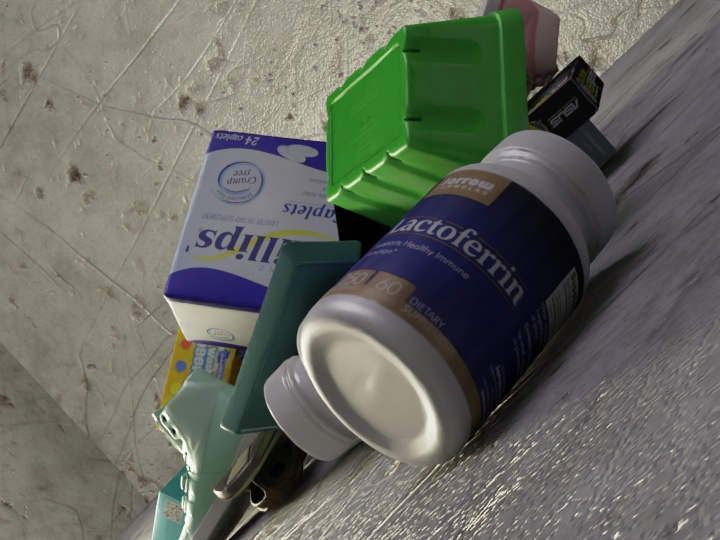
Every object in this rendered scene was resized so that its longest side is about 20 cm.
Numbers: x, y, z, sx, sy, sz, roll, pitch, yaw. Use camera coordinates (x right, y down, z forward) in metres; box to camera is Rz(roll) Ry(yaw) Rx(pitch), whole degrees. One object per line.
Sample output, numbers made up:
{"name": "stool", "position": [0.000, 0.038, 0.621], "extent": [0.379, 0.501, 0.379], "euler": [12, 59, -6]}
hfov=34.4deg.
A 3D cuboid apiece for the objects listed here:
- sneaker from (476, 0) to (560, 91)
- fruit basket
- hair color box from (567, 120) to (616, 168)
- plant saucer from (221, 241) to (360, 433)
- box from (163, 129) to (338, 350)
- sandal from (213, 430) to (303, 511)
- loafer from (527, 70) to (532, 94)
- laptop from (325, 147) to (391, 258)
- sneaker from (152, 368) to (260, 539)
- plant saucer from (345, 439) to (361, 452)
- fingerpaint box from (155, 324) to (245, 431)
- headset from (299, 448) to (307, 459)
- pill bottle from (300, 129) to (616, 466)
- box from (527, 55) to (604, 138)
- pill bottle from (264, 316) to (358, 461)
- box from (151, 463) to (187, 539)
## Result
{"name": "sneaker", "position": [0.152, -0.193, 1.237], "extent": [0.075, 0.103, 0.203], "euler": [-101, 29, -76]}
{"name": "fruit basket", "position": [0.090, -0.098, 0.925], "extent": [0.212, 0.158, 0.216], "euler": [-1, -13, 0]}
{"name": "hair color box", "position": [0.175, -0.072, 1.228], "extent": [0.200, 0.061, 0.099], "euler": [-45, 3, -29]}
{"name": "plant saucer", "position": [-0.057, 0.060, 0.946], "extent": [0.069, 0.019, 0.202], "euler": [-2, -48, -31]}
{"name": "box", "position": [-0.078, -0.025, 1.175], "extent": [0.105, 0.181, 0.202], "euler": [77, -157, -61]}
{"name": "sandal", "position": [-0.079, 0.188, 1.080], "extent": [0.080, 0.057, 0.201], "euler": [-49, -14, -1]}
{"name": "loafer", "position": [0.089, -0.141, 1.167], "extent": [0.199, 0.076, 0.068], "euler": [-39, -12, -11]}
{"name": "laptop", "position": [0.000, 0.000, 1.066], "extent": [0.186, 0.116, 0.200], "euler": [-8, -35, -54]}
{"name": "sneaker", "position": [-0.164, 0.194, 1.168], "extent": [0.202, 0.117, 0.074], "euler": [-65, -18, 17]}
{"name": "plant saucer", "position": [0.046, 0.089, 1.056], "extent": [0.070, 0.019, 0.200], "euler": [-44, 2, 42]}
{"name": "fingerpaint box", "position": [-0.154, 0.094, 1.298], "extent": [0.167, 0.072, 0.203], "euler": [65, -144, -75]}
{"name": "headset", "position": [-0.056, 0.158, 1.222], "extent": [0.124, 0.093, 0.201], "euler": [-57, -8, -30]}
{"name": "pill bottle", "position": [0.065, 0.009, 0.691], "extent": [0.200, 0.116, 0.116], "euler": [-45, 2, -33]}
{"name": "box", "position": [0.164, -0.133, 1.218], "extent": [0.200, 0.044, 0.160], "euler": [-41, 5, 21]}
{"name": "pill bottle", "position": [0.022, 0.050, 0.872], "extent": [0.200, 0.112, 0.112], "euler": [-44, 1, 16]}
{"name": "box", "position": [-0.179, 0.256, 1.415], "extent": [0.200, 0.049, 0.083], "euler": [-45, -27, -58]}
